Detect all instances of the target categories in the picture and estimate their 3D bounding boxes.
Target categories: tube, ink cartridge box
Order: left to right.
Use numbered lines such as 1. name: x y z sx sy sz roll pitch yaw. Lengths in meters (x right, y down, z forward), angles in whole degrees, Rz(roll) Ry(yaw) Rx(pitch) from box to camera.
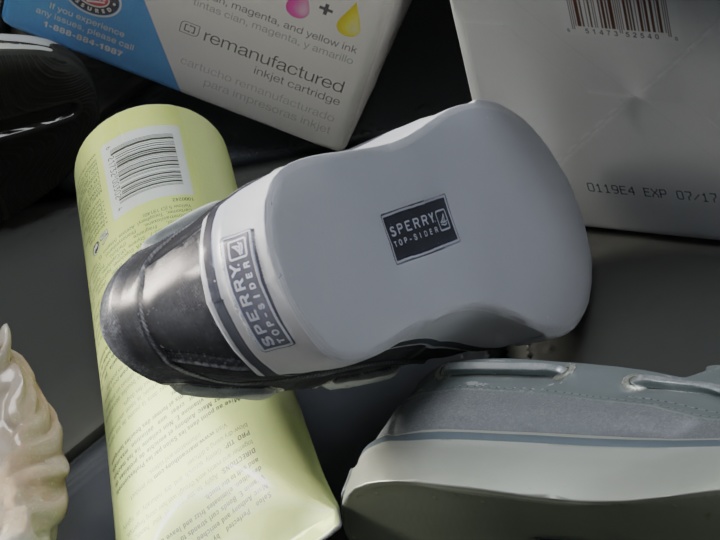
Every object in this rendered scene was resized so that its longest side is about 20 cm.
1. tube: -0.051 0.029 0.796 0.052 0.058 0.200 1 37 -13
2. ink cartridge box: -0.024 -0.166 0.873 0.128 0.200 0.125 21 45 2

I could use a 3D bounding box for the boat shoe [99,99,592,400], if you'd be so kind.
1. boat shoe: 0.000 0.000 0.750 0.068 0.072 0.200 -18 0 29

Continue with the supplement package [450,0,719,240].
1. supplement package: 0.118 -0.115 0.861 0.113 0.110 0.200 6 43 25

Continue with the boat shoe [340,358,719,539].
1. boat shoe: 0.093 0.051 0.697 0.200 0.070 0.072 3 45 26

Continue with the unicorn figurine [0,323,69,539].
1. unicorn figurine: -0.110 0.090 0.729 0.137 0.074 0.200 -35 54 -25

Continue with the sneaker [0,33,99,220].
1. sneaker: -0.188 -0.062 0.929 0.200 0.076 0.116 -15 40 5
